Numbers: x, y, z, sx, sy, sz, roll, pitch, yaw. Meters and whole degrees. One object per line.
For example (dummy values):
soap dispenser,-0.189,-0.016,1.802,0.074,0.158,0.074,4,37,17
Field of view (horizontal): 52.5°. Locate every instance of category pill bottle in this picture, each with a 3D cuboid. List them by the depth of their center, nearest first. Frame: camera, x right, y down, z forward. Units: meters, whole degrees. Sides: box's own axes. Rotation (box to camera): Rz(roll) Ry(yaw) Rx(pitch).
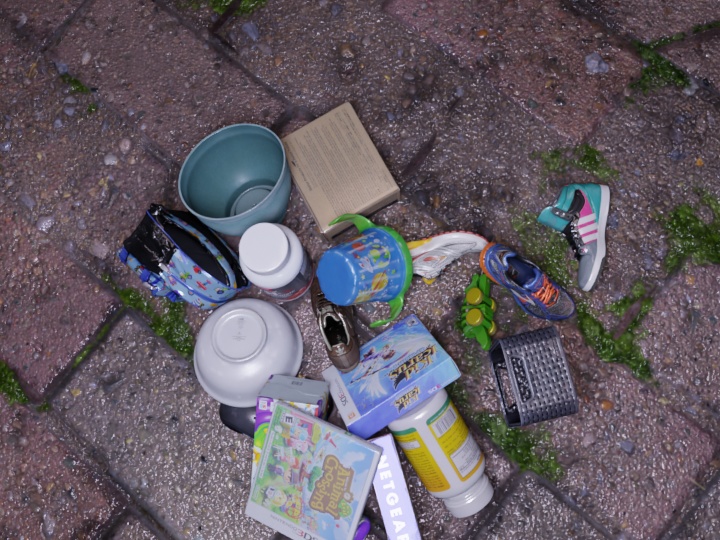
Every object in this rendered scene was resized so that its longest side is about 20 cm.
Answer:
pill bottle,0.135,0.296,1.194,0.112,0.113,0.201,-32,99,-3
pill bottle,-0.146,-0.017,1.259,0.109,0.200,0.112,-1,78,5

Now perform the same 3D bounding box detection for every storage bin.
storage bin,0.276,0.176,1.184,0.092,0.200,0.137,-13,77,1

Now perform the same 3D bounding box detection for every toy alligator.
toy alligator,0.205,0.051,1.297,0.054,0.059,0.202,-17,55,35

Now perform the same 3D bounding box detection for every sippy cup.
sippy cup,0.000,0.000,1.253,0.177,0.129,0.141,39,127,30

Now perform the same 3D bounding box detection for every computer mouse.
computer mouse,-0.147,0.241,1.281,0.198,0.046,0.142,24,82,9

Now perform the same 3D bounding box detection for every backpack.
backpack,-0.297,-0.009,1.282,0.200,0.182,0.135,43,101,7

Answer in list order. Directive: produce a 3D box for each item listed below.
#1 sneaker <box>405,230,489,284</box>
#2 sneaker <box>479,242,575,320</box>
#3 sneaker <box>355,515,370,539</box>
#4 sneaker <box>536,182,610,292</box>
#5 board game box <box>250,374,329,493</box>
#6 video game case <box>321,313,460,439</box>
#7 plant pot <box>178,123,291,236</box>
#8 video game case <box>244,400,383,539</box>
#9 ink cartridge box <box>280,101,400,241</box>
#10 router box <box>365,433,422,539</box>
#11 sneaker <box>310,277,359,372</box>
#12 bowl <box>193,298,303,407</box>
sneaker,0.136,-0.019,1.310,0.197,0.078,0.083,-14,81,11
sneaker,0.295,0.026,1.261,0.199,0.078,0.076,32,85,-14
sneaker,-0.027,0.507,1.208,0.099,0.070,0.201,35,86,4
sneaker,0.371,-0.068,1.290,0.119,0.084,0.203,11,71,1
board game box,-0.116,0.290,1.200,0.103,0.103,0.203,7,103,6
video game case,0.045,0.173,1.220,0.199,0.181,0.046,-33,116,-3
plant pot,-0.207,-0.141,1.312,0.197,0.135,0.203,-7,59,13
video game case,-0.076,0.325,1.118,0.180,0.022,0.202,21,105,16
ink cartridge box,-0.041,-0.182,1.352,0.163,0.075,0.202,-29,78,-1
router box,0.056,0.365,1.171,0.048,0.180,0.202,-16,76,0
sneaker,-0.046,0.075,1.267,0.070,0.076,0.201,-22,54,-1
bowl,-0.202,0.128,1.267,0.198,0.091,0.204,-1,65,2
